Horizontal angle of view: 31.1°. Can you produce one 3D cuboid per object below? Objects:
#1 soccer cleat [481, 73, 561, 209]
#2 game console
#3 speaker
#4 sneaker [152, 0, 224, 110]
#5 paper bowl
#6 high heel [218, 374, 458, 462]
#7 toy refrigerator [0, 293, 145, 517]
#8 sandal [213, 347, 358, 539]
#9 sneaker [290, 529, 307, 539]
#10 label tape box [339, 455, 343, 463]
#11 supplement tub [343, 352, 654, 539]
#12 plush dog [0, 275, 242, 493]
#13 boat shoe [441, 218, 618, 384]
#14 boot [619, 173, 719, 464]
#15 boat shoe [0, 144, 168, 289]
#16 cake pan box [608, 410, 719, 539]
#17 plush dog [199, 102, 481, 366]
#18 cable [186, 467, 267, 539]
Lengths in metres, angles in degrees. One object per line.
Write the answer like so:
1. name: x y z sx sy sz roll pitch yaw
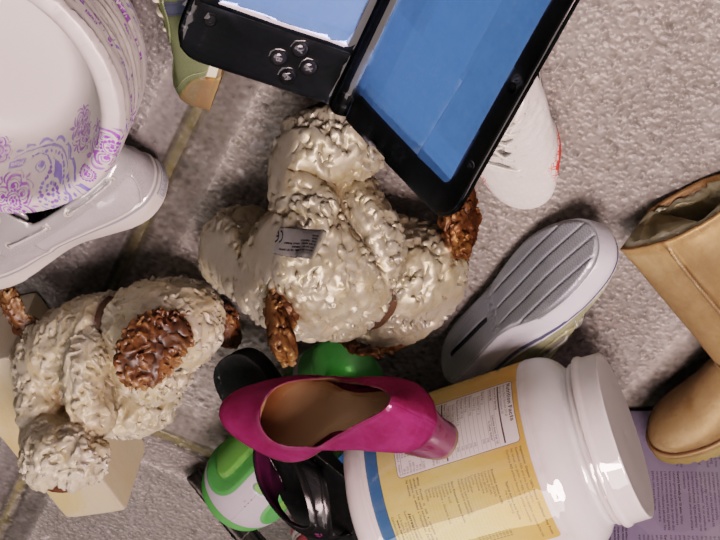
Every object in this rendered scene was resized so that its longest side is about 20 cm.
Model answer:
1. soccer cleat: 0.088 -0.107 0.826 0.068 0.086 0.201 -4 132 14
2. game console: 0.008 -0.157 0.717 0.174 0.117 0.201 15 124 -20
3. speaker: -0.059 0.141 1.084 0.088 0.089 0.200 28 132 -16
4. sneaker: -0.106 -0.199 0.792 0.089 0.067 0.201 18 127 -6
5. paper bowl: -0.237 -0.145 0.839 0.198 0.105 0.202 6 134 6
6. high heel: -0.034 0.093 0.905 0.198 0.068 0.096 -2 156 29
7. toy refrigerator: -0.268 0.120 1.114 0.069 0.076 0.201 -10 131 19
8. sandal: -0.056 0.156 1.000 0.075 0.048 0.201 -39 85 40
9. sneaker: 0.028 0.286 1.206 0.198 0.087 0.074 9 135 2
10. label tape box: 0.045 0.203 1.080 0.198 0.145 0.066 -12 159 19
11. supplement tub: 0.101 0.150 0.953 0.198 0.145 0.145 -20 127 17
12. plush dog: -0.179 0.058 0.996 0.170 0.200 0.162 -23 95 18
13. boat shoe: 0.134 0.028 0.968 0.061 0.073 0.200 13 144 -26
14. boot: 0.247 0.039 0.953 0.174 0.066 0.200 -32 122 19
15. boat shoe: -0.238 -0.042 0.945 0.198 0.073 0.068 -15 150 23
16. cake pan box: 0.238 0.196 1.005 0.182 0.201 0.053 -3 133 10
17. plush dog: 0.000 0.000 0.909 0.170 0.162 0.200 10 139 -32
18. cable: -0.097 0.258 1.149 0.200 0.050 0.097 42 172 14
